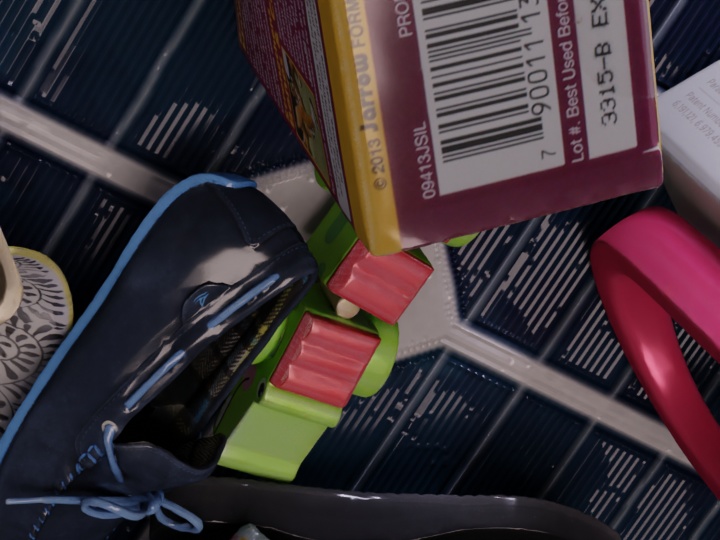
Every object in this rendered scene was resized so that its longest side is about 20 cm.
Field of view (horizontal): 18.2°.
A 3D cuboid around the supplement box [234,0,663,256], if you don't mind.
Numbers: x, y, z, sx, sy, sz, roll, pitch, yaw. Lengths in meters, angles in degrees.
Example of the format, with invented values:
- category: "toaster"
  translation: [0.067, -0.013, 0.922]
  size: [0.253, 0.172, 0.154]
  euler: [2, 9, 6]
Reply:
- category: "supplement box"
  translation: [0.017, -0.110, 0.751]
  size: [0.103, 0.200, 0.131]
  euler: [-15, 119, -9]

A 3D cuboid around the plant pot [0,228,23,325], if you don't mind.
- category: "plant pot"
  translation: [-0.241, -0.071, 0.707]
  size: [0.199, 0.177, 0.200]
  euler: [-21, 119, -6]

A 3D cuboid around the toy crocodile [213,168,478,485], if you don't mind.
- category: "toy crocodile"
  translation: [0.000, 0.000, 0.881]
  size: [0.067, 0.062, 0.200]
  euler: [24, 107, -25]

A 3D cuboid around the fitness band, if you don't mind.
- category: "fitness band"
  translation: [0.153, 0.053, 0.873]
  size: [0.037, 0.200, 0.144]
  euler: [-31, 124, -7]

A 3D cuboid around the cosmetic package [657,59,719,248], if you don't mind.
- category: "cosmetic package"
  translation: [0.248, -0.020, 0.884]
  size: [0.200, 0.166, 0.168]
  euler: [-31, 120, -1]

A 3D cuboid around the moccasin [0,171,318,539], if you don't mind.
- category: "moccasin"
  translation: [-0.086, 0.058, 0.855]
  size: [0.080, 0.068, 0.200]
  euler: [-13, 137, -58]

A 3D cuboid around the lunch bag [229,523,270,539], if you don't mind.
- category: "lunch bag"
  translation: [-0.069, 0.232, 0.887]
  size: [0.127, 0.170, 0.200]
  euler: [35, 133, 8]

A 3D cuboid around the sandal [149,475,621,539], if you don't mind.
- category: "sandal"
  translation: [0.010, 0.121, 0.937]
  size: [0.199, 0.043, 0.076]
  euler: [5, 158, -10]

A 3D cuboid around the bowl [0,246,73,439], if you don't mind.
- category: "bowl"
  translation: [-0.205, 0.051, 0.808]
  size: [0.094, 0.201, 0.201]
  euler: [35, 107, 17]
